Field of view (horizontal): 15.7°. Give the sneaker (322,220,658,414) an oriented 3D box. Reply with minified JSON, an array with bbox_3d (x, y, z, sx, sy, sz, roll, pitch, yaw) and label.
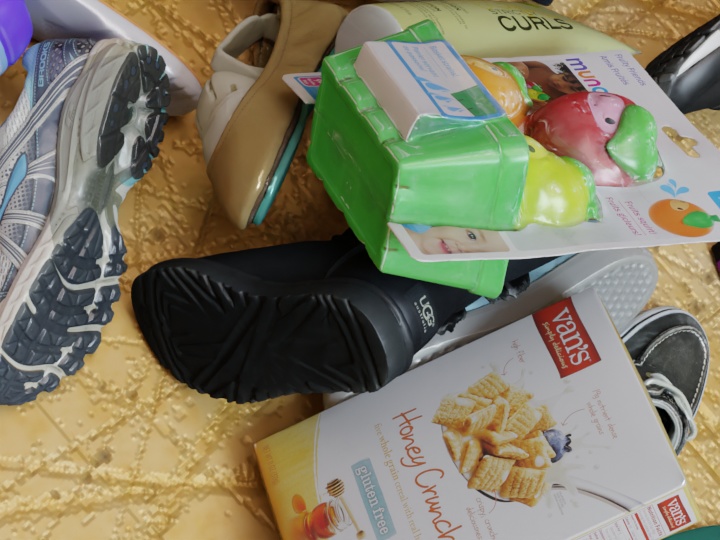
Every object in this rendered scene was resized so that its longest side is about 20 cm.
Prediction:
[{"bbox_3d":[0.059,0.026,1.417,0.199,0.074,0.082,-24,44,-16],"label":"sneaker"}]

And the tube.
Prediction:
[{"bbox_3d":[0.067,-0.126,1.427,0.199,0.052,0.058,-10,72,-48],"label":"tube"}]

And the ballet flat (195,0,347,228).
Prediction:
[{"bbox_3d":[-0.055,-0.087,1.376,0.063,0.069,0.200,26,31,-2],"label":"ballet flat"}]

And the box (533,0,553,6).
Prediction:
[{"bbox_3d":[0.064,-0.269,1.441,0.195,0.200,0.118,24,66,-8],"label":"box"}]

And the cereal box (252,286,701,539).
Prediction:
[{"bbox_3d":[0.056,0.106,1.314,0.199,0.040,0.144,-26,46,4],"label":"cereal box"}]

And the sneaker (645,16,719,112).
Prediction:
[{"bbox_3d":[0.245,-0.119,1.497,0.199,0.076,0.088,-32,91,-34],"label":"sneaker"}]

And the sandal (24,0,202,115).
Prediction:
[{"bbox_3d":[-0.165,-0.160,1.405,0.206,0.079,0.059,35,63,-12],"label":"sandal"}]

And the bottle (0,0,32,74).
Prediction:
[{"bbox_3d":[-0.256,-0.080,1.335,0.065,0.084,0.200,41,76,12],"label":"bottle"}]

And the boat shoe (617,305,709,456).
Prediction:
[{"bbox_3d":[0.146,0.087,1.390,0.072,0.071,0.200,50,50,-14],"label":"boat shoe"}]

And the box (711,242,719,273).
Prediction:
[{"bbox_3d":[0.298,0.059,1.486,0.142,0.036,0.201,-13,77,-21],"label":"box"}]

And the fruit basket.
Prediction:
[{"bbox_3d":[0.083,-0.065,1.273,0.198,0.094,0.186,-9,36,-18],"label":"fruit basket"}]

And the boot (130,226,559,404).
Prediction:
[{"bbox_3d":[0.000,0.000,1.358,0.168,0.199,0.077,-33,113,-39],"label":"boot"}]

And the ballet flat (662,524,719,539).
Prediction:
[{"bbox_3d":[0.162,0.173,1.374,0.199,0.068,0.064,0,104,-45],"label":"ballet flat"}]

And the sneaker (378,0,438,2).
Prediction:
[{"bbox_3d":[-0.034,-0.185,1.434,0.199,0.071,0.080,18,28,0],"label":"sneaker"}]

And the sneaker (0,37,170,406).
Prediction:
[{"bbox_3d":[-0.167,-0.028,1.363,0.086,0.078,0.201,14,78,29],"label":"sneaker"}]
